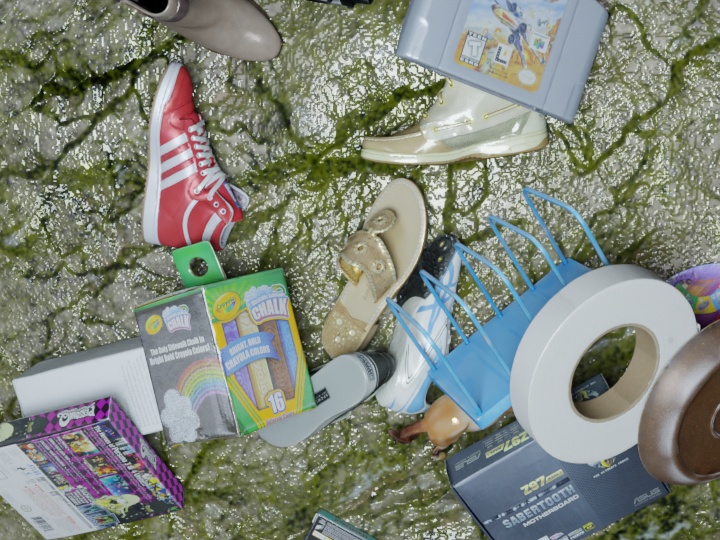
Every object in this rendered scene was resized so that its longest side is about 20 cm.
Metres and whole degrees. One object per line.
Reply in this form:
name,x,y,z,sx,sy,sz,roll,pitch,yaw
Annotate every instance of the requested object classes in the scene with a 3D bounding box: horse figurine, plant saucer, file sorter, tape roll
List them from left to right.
horse figurine,0.122,0.150,1.218,0.198,0.133,0.050,-22,65,4
file sorter,0.143,0.029,1.147,0.199,0.139,0.123,-38,112,-5
tape roll,0.237,0.091,1.103,0.200,0.037,0.205,-12,119,-23
plant saucer,0.368,0.139,1.161,0.198,0.032,0.203,-14,122,-23

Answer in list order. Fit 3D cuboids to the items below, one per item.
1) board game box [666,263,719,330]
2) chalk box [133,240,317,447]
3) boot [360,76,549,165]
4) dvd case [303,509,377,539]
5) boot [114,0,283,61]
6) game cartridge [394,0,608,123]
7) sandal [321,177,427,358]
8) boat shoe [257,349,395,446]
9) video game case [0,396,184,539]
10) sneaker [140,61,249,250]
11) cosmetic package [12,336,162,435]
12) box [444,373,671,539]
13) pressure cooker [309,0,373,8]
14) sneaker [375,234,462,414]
board game box,0.387,0.095,1.219,0.156,0.039,0.203,-2,102,8
chalk box,-0.149,0.070,1.217,0.123,0.123,0.203,-14,89,41
boot,0.091,-0.191,1.184,0.197,0.072,0.157,-7,102,2
dvd case,-0.030,0.398,1.347,0.145,0.022,0.202,27,102,1
boot,-0.181,-0.269,1.166,0.198,0.146,0.071,26,102,1
game cartridge,0.144,-0.241,1.128,0.198,0.042,0.135,17,97,-16
sandal,0.005,0.003,1.226,0.077,0.069,0.214,31,106,25
boat shoe,-0.040,0.141,1.261,0.199,0.063,0.072,-28,80,40
video game case,-0.319,0.227,1.285,0.179,0.036,0.201,-14,137,10
sneaker,-0.172,-0.117,1.234,0.111,0.071,0.203,12,110,9
cosmetic package,-0.281,0.138,1.301,0.197,0.074,0.103,-13,100,12
box,0.213,0.222,1.236,0.199,0.051,0.158,-30,118,11
pressure cooker,-0.036,-0.353,1.116,0.197,0.176,0.181,10,99,4
sneaker,0.074,0.059,1.247,0.072,0.072,0.203,14,99,-28
